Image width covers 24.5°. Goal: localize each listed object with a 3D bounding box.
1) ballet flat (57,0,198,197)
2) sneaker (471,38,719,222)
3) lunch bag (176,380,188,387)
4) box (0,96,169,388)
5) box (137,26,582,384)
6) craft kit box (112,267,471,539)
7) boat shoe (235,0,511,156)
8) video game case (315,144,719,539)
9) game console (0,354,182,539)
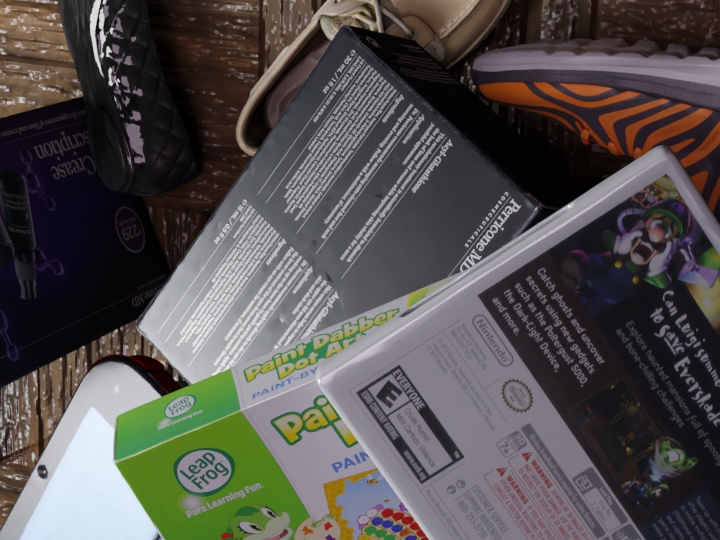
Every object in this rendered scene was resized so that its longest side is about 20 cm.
[{"bbox_3d":[-0.141,-0.143,0.987,0.066,0.057,0.200,-1,99,51],"label":"ballet flat"},{"bbox_3d":[0.150,-0.058,0.848,0.200,0.078,0.112,9,106,23],"label":"sneaker"},{"bbox_3d":[-0.079,0.179,0.977,0.200,0.122,0.171,31,116,36],"label":"lunch bag"},{"bbox_3d":[-0.207,-0.013,0.957,0.079,0.200,0.141,-15,98,27],"label":"box"},{"bbox_3d":[0.000,0.000,0.847,0.141,0.079,0.200,46,112,23],"label":"box"},{"bbox_3d":[0.014,0.116,0.798,0.200,0.049,0.198,-23,116,8],"label":"craft kit box"},{"bbox_3d":[0.009,-0.128,0.901,0.200,0.065,0.072,-39,85,28],"label":"boat shoe"},{"bbox_3d":[0.110,0.075,0.727,0.182,0.023,0.200,-33,101,10],"label":"video game case"},{"bbox_3d":[-0.122,0.164,0.914,0.177,0.031,0.200,46,120,26],"label":"game console"}]
